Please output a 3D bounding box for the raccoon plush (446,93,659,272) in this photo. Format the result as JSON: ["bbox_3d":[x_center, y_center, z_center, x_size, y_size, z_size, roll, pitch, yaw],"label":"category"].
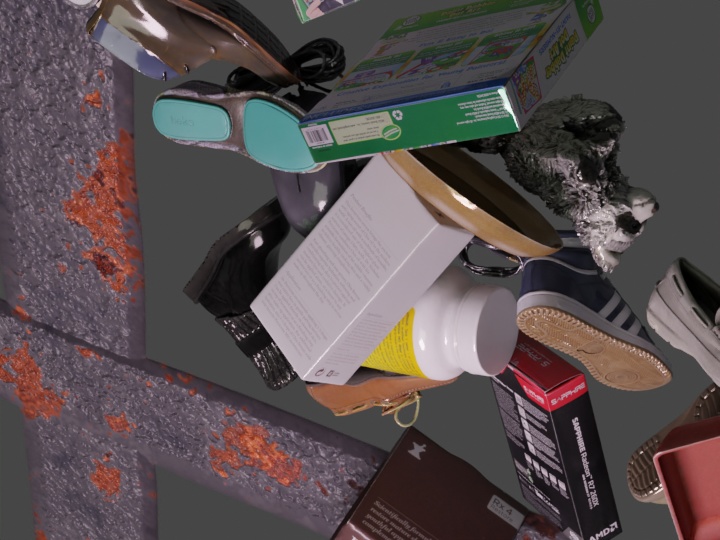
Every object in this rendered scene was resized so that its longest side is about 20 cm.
[{"bbox_3d":[0.167,-0.082,1.313,0.199,0.097,0.135,20,141,34],"label":"raccoon plush"}]

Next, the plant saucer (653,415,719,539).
[{"bbox_3d":[0.369,0.174,1.322,0.198,0.037,0.201,-17,139,10],"label":"plant saucer"}]

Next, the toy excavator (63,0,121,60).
[{"bbox_3d":[-0.198,-0.326,1.356,0.200,0.100,0.195,-38,101,31],"label":"toy excavator"}]

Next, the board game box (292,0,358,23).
[{"bbox_3d":[0.021,-0.299,1.184,0.198,0.029,0.136,-22,116,-3],"label":"board game box"}]

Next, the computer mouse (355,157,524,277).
[{"bbox_3d":[0.074,-0.051,1.414,0.199,0.034,0.059,32,120,15],"label":"computer mouse"}]

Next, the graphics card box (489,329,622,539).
[{"bbox_3d":[0.189,0.167,1.461,0.125,0.051,0.202,36,147,57],"label":"graphics card box"}]

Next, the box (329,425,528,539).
[{"bbox_3d":[0.050,0.319,1.624,0.165,0.164,0.201,34,134,5],"label":"box"}]

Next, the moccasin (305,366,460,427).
[{"bbox_3d":[0.030,0.118,1.550,0.200,0.074,0.078,-20,120,38],"label":"moccasin"}]

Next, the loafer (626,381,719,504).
[{"bbox_3d":[0.339,0.158,1.388,0.068,0.076,0.200,20,136,-37],"label":"loafer"}]

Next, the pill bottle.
[{"bbox_3d":[0.049,0.045,1.442,0.198,0.112,0.113,9,128,35],"label":"pill bottle"}]

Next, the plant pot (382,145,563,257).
[{"bbox_3d":[0.090,-0.071,1.288,0.199,0.200,0.028,37,104,2],"label":"plant pot"}]

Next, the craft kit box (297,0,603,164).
[{"bbox_3d":[0.076,-0.165,1.219,0.198,0.198,0.049,-6,123,36],"label":"craft kit box"}]

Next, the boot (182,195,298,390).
[{"bbox_3d":[-0.088,0.025,1.546,0.158,0.079,0.211,47,145,2],"label":"boot"}]

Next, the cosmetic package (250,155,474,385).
[{"bbox_3d":[0.000,0.000,1.371,0.200,0.071,0.102,-49,59,19],"label":"cosmetic package"}]

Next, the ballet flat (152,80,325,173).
[{"bbox_3d":[-0.100,-0.140,1.370,0.199,0.072,0.073,15,130,29],"label":"ballet flat"}]

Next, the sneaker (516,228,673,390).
[{"bbox_3d":[0.222,0.032,1.376,0.199,0.109,0.070,29,140,-34],"label":"sneaker"}]

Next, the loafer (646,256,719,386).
[{"bbox_3d":[0.322,0.056,1.271,0.200,0.069,0.070,42,125,47],"label":"loafer"}]

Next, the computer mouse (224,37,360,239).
[{"bbox_3d":[-0.056,-0.110,1.413,0.137,0.053,0.202,-10,102,34],"label":"computer mouse"}]

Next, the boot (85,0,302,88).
[{"bbox_3d":[-0.152,-0.207,1.344,0.199,0.075,0.097,35,111,-24],"label":"boot"}]
